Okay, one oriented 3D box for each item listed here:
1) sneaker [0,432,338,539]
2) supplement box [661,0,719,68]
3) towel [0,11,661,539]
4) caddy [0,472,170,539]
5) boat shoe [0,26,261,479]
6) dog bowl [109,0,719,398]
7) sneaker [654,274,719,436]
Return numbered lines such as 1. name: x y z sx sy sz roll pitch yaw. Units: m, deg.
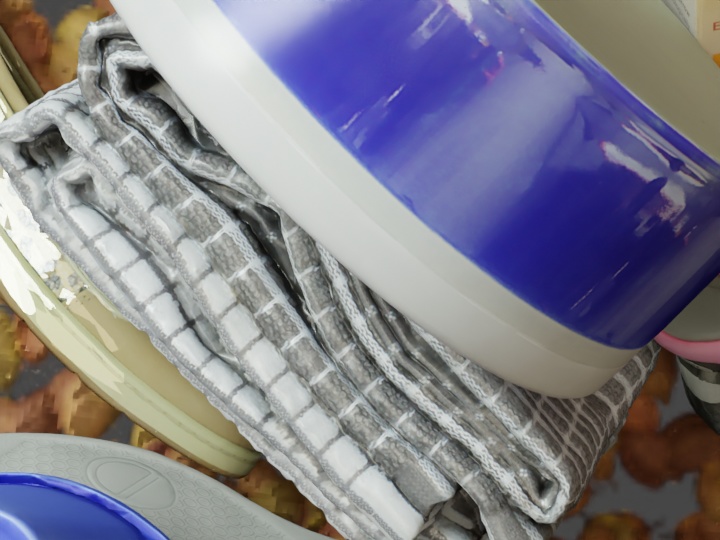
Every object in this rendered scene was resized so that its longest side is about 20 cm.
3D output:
1. sneaker: -0.050 0.123 0.793 0.199 0.071 0.099 22 114 -11
2. supplement box: 0.144 -0.149 0.737 0.125 0.200 0.074 -15 46 -5
3. towel: 0.000 0.000 0.761 0.086 0.166 0.200 -43 90 14
4. caddy: -0.132 0.139 0.710 0.199 0.105 0.142 -22 81 9
5. boat shoe: -0.093 -0.018 0.811 0.063 0.073 0.200 -43 92 0
6. dog bowl: 0.021 -0.064 0.684 0.200 0.200 0.079 46 106 -1
7. sneaker: 0.171 -0.019 0.829 0.200 0.079 0.096 -39 136 -17
